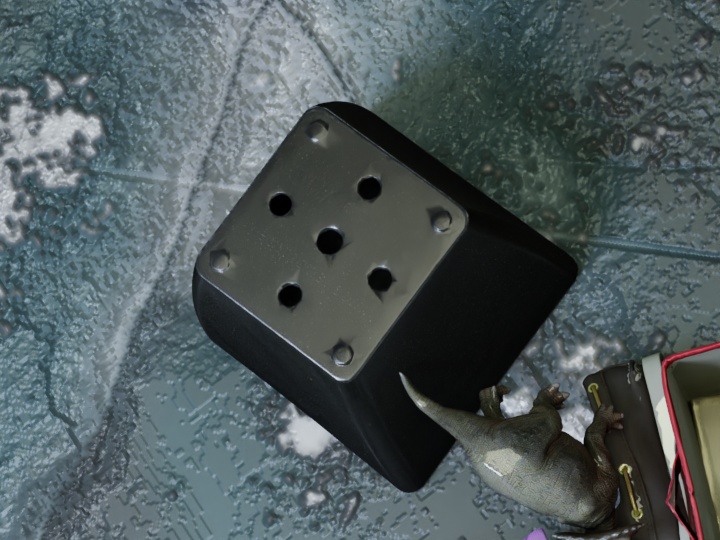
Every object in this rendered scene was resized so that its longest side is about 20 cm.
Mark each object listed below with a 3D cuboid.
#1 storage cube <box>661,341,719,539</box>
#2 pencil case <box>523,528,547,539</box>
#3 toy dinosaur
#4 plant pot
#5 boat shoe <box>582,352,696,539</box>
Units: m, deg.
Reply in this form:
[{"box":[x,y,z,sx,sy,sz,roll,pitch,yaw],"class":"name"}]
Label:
[{"box":[0.293,0.131,1.350,0.198,0.180,0.172,-14,74,11],"class":"storage cube"},{"box":[0.052,0.250,1.430,0.199,0.084,0.086,-31,113,3],"class":"pencil case"},{"box":[0.113,0.119,1.372,0.200,0.102,0.077,41,117,-12],"class":"toy dinosaur"},{"box":[0.000,0.000,1.455,0.200,0.177,0.200,37,87,20],"class":"plant pot"},{"box":[0.191,0.157,1.429,0.060,0.072,0.203,-14,67,15],"class":"boat shoe"}]
